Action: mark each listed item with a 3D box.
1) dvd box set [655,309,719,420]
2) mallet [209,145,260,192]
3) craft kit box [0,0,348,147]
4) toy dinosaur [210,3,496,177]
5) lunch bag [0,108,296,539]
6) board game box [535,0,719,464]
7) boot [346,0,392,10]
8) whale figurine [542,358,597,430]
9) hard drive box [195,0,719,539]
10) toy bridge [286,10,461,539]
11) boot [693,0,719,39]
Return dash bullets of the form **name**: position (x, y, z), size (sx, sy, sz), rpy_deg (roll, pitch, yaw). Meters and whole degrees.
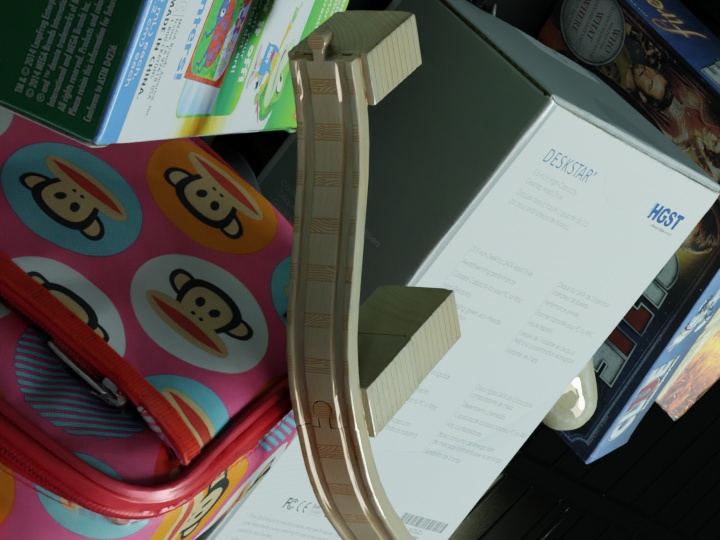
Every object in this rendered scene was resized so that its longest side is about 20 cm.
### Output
- **dvd box set**: position (0.191, -0.034, 1.518), size (0.200, 0.029, 0.146), rpy_deg (-44, 125, 3)
- **mallet**: position (-0.112, 0.007, 1.016), size (0.066, 0.041, 0.200), rpy_deg (-15, 172, -42)
- **craft kit box**: position (-0.024, -0.135, 0.797), size (0.201, 0.048, 0.197), rpy_deg (-69, 166, 8)
- **toy dinosaur**: position (-0.027, -0.033, 1.123), size (0.201, 0.102, 0.077), rpy_deg (-57, 150, 13)
- **lunch bag**: position (-0.116, 0.004, 0.823), size (0.176, 0.200, 0.082), rpy_deg (-41, 167, -52)
- **board game box**: position (0.111, -0.027, 1.328), size (0.035, 0.136, 0.200), rpy_deg (-23, 151, -45)
- **boot**: position (-0.053, -0.079, 0.992), size (0.162, 0.073, 0.199), rpy_deg (-36, 159, -18)
- **whale figurine**: position (0.029, 0.026, 1.269), size (0.201, 0.158, 0.104), rpy_deg (-64, -163, 6)
- **hard drive box**: position (0.018, 0.011, 1.050), size (0.200, 0.077, 0.156), rpy_deg (-51, 151, 10)
- **toy bridge**: position (0.004, 0.026, 0.823), size (0.067, 0.027, 0.201), rpy_deg (-46, 132, -52)
- **boot**: position (0.179, -0.026, 1.450), size (0.168, 0.076, 0.200), rpy_deg (-46, 120, 4)
